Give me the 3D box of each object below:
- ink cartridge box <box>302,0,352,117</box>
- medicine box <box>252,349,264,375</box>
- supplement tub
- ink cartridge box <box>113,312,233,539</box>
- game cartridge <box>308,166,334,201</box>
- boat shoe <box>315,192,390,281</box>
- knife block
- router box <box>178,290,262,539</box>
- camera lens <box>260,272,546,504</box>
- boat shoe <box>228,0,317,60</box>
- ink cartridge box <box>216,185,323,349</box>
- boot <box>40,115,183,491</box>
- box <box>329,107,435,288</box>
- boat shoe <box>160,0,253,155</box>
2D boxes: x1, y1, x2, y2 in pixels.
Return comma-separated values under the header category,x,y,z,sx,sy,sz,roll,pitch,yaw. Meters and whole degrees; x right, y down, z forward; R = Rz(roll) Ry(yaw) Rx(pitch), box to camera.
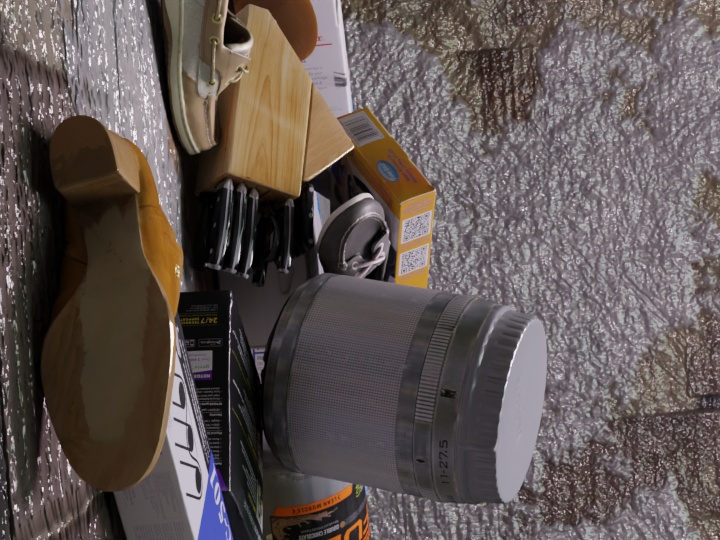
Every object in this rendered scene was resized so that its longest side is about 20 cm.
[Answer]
category,x,y,z,sx,sy,sz,roll,pitch,yaw
ink cartridge box,-0.071,-0.220,1.683,0.067,0.115,0.201,-90,175,-48
medicine box,-0.053,0.147,1.691,0.182,0.102,0.202,38,49,-86
supplement tub,-0.053,0.220,1.419,0.123,0.121,0.201,-87,172,-65
ink cartridge box,-0.117,0.131,0.993,0.094,0.044,0.201,-88,171,-57
game cartridge,-0.068,-0.154,1.499,0.201,0.038,0.130,64,12,25
boat shoe,0.000,0.000,1.363,0.057,0.067,0.200,49,-19,16
knife block,-0.100,-0.093,1.325,0.064,0.175,0.201,-25,-81,54
router box,-0.106,0.122,1.203,0.200,0.051,0.150,82,6,-65
camera lens,0.032,0.092,1.267,0.160,0.199,0.161,9,90,-71
boat shoe,-0.096,-0.264,1.406,0.200,0.070,0.071,58,9,-48
ink cartridge box,-0.082,-0.023,1.517,0.200,0.085,0.148,-72,158,-76
boot,-0.122,0.024,0.874,0.144,0.070,0.203,63,19,-75
box,0.015,-0.030,1.432,0.119,0.041,0.201,53,-28,37
boat shoe,-0.115,-0.173,1.239,0.074,0.066,0.201,-93,-178,-46
